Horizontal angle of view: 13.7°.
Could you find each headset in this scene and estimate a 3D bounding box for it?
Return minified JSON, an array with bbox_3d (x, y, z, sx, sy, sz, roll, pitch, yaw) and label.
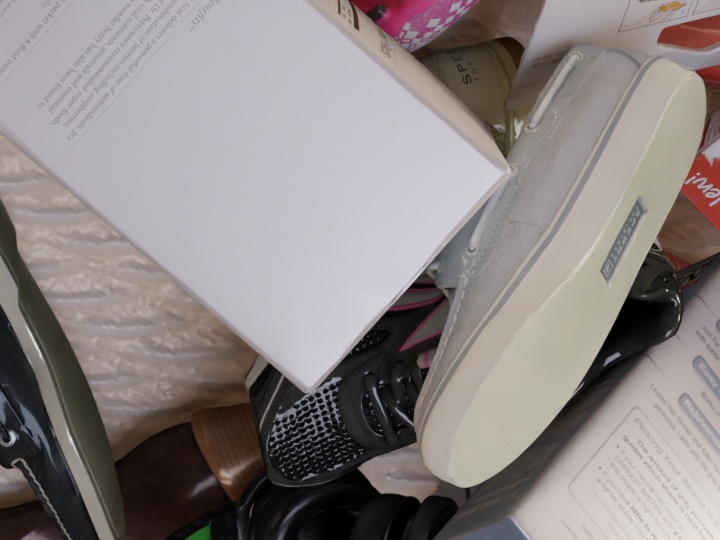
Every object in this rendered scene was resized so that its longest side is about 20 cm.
[{"bbox_3d":[0.003,0.134,1.300,0.200,0.123,0.094,-18,113,-38],"label":"headset"}]

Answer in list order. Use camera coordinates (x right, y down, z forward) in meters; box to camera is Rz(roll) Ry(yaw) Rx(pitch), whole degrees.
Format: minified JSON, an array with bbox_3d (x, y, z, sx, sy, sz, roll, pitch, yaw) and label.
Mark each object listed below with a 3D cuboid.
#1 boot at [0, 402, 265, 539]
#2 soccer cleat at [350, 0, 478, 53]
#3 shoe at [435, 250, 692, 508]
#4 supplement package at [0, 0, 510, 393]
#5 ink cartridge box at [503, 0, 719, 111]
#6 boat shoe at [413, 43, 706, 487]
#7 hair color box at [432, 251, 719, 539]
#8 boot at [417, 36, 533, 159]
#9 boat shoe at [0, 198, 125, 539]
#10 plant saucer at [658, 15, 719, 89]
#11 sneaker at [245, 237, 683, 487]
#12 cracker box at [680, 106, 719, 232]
[{"bbox_3d":[-0.067,0.154,1.392,0.166,0.072,0.200,-23,122,0],"label":"boot"},{"bbox_3d":[0.075,-0.152,1.262,0.086,0.070,0.200,36,101,-34],"label":"soccer cleat"},{"bbox_3d":[0.107,0.081,1.409,0.091,0.071,0.200,19,105,-24],"label":"shoe"},{"bbox_3d":[-0.056,-0.069,1.183,0.200,0.120,0.121,41,97,-9],"label":"supplement package"},{"bbox_3d":[0.157,-0.154,1.243,0.200,0.045,0.176,-14,150,-24],"label":"ink cartridge box"},{"bbox_3d":[0.066,-0.006,1.210,0.201,0.071,0.070,-58,149,-18],"label":"boat shoe"},{"bbox_3d":[0.126,0.088,1.285,0.099,0.061,0.200,52,51,-9],"label":"hair color box"},{"bbox_3d":[0.000,0.000,1.320,0.154,0.072,0.200,-8,116,-19],"label":"boot"},{"bbox_3d":[-0.160,0.042,1.274,0.066,0.075,0.200,-20,119,5],"label":"boat shoe"},{"bbox_3d":[0.226,-0.170,1.327,0.200,0.037,0.200,6,116,-31],"label":"plant saucer"},{"bbox_3d":[0.045,0.033,1.262,0.200,0.086,0.080,-30,118,-4],"label":"sneaker"},{"bbox_3d":[0.251,-0.061,1.287,0.134,0.058,0.200,45,114,-8],"label":"cracker box"}]
